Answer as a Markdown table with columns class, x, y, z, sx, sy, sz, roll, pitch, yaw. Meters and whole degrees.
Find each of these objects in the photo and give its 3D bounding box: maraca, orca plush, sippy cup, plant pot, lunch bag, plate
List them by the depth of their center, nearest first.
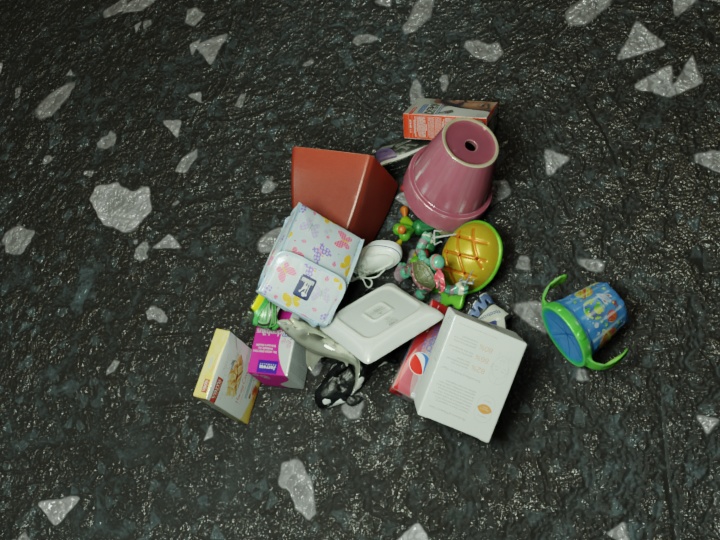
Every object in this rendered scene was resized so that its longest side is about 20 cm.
| class | x | y | z | sx | sy | sz | roll | pitch | yaw |
| --- | --- | --- | --- | --- | --- | --- | --- | --- | --- |
| sippy cup | 0.442 | 0.094 | 1.590 | 0.129 | 0.139 | 0.180 | -31 | 99 | -10 |
| plate | 0.038 | 0.094 | 1.656 | 0.197 | 0.033 | 0.199 | -28 | 31 | -22 |
| lunch bag | -0.104 | -0.005 | 1.675 | 0.167 | 0.127 | 0.203 | 29 | 66 | -12 |
| orca plush | -0.018 | 0.220 | 1.715 | 0.196 | 0.071 | 0.107 | -21 | 62 | 9 |
| maraca | 0.220 | -0.012 | 1.724 | 0.201 | 0.106 | 0.138 | -52 | 55 | 21 |
| plant pot | 0.204 | -0.215 | 1.732 | 0.195 | 0.180 | 0.204 | 7 | 58 | -11 |
| plant pot | -0.048 | -0.148 | 1.829 | 0.195 | 0.200 | 0.181 | 9 | 80 | 22 |

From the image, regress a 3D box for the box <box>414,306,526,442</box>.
| class | x | y | z | sx | sy | sz | roll | pitch | yaw |
| --- | --- | --- | --- | --- | --- | --- | --- | --- | --- |
| box | 0.206 | 0.196 | 1.566 | 0.149 | 0.106 | 0.204 | 21 | 96 | -3 |

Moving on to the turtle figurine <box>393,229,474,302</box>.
| class | x | y | z | sx | sy | sz | roll | pitch | yaw |
| --- | --- | --- | --- | --- | --- | --- | --- | --- | --- |
| turtle figurine | 0.143 | -0.003 | 1.674 | 0.099 | 0.200 | 0.153 | -19 | 80 | -28 |

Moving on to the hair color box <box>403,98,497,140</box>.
| class | x | y | z | sx | sy | sz | roll | pitch | yaw |
| --- | --- | --- | --- | --- | --- | --- | --- | --- | --- |
| hair color box | 0.206 | -0.343 | 1.866 | 0.195 | 0.065 | 0.111 | 8 | 32 | 20 |

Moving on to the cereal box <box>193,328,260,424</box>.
| class | x | y | z | sx | sy | sz | roll | pitch | yaw |
| --- | --- | --- | --- | --- | --- | --- | --- | --- | --- |
| cereal box | -0.270 | 0.226 | 1.724 | 0.039 | 0.200 | 0.147 | 9 | 70 | 22 |

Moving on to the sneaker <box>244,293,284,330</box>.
| class | x | y | z | sx | sy | sz | roll | pitch | yaw |
| --- | --- | --- | --- | --- | --- | --- | --- | --- | --- |
| sneaker | -0.169 | 0.038 | 1.743 | 0.084 | 0.078 | 0.203 | 29 | 68 | -8 |

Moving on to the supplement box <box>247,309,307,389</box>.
| class | x | y | z | sx | sy | sz | roll | pitch | yaw |
| --- | --- | --- | --- | --- | --- | --- | --- | --- | --- |
| supplement box | -0.165 | 0.143 | 1.783 | 0.099 | 0.104 | 0.205 | 2 | 69 | 20 |

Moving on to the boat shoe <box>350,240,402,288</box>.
| class | x | y | z | sx | sy | sz | roll | pitch | yaw |
| --- | --- | --- | --- | --- | --- | --- | --- | --- | --- |
| boat shoe | -0.003 | -0.003 | 1.777 | 0.198 | 0.075 | 0.087 | -12 | 36 | 28 |

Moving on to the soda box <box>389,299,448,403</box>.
| class | x | y | z | sx | sy | sz | roll | pitch | yaw |
| --- | --- | --- | --- | --- | --- | --- | --- | --- | --- |
| soda box | 0.129 | 0.167 | 1.681 | 0.062 | 0.070 | 0.203 | 25 | 76 | 2 |

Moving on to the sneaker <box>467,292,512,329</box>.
| class | x | y | z | sx | sy | sz | roll | pitch | yaw |
| --- | --- | --- | --- | --- | --- | --- | --- | --- | --- |
| sneaker | 0.247 | 0.152 | 1.651 | 0.114 | 0.081 | 0.201 | 28 | 76 | 29 |

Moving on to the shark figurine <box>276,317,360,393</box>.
| class | x | y | z | sx | sy | sz | roll | pitch | yaw |
| --- | --- | --- | --- | --- | --- | --- | --- | --- | --- |
| shark figurine | -0.073 | 0.176 | 1.695 | 0.212 | 0.128 | 0.091 | 29 | 95 | 20 |

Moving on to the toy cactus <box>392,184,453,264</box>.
| class | x | y | z | sx | sy | sz | roll | pitch | yaw |
| --- | --- | --- | --- | --- | --- | --- | --- | --- | --- |
| toy cactus | 0.150 | -0.104 | 1.800 | 0.160 | 0.103 | 0.204 | -1 | 58 | 7 |

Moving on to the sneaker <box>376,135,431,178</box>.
| class | x | y | z | sx | sy | sz | roll | pitch | yaw |
| --- | --- | --- | --- | --- | --- | --- | --- | --- | --- |
| sneaker | 0.126 | -0.283 | 1.892 | 0.195 | 0.076 | 0.089 | -12 | 57 | 13 |

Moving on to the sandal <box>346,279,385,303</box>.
| class | x | y | z | sx | sy | sz | roll | pitch | yaw |
| --- | --- | --- | --- | --- | --- | --- | --- | --- | --- |
| sandal | 0.056 | 0.068 | 1.774 | 0.197 | 0.043 | 0.077 | 22 | 75 | 26 |
